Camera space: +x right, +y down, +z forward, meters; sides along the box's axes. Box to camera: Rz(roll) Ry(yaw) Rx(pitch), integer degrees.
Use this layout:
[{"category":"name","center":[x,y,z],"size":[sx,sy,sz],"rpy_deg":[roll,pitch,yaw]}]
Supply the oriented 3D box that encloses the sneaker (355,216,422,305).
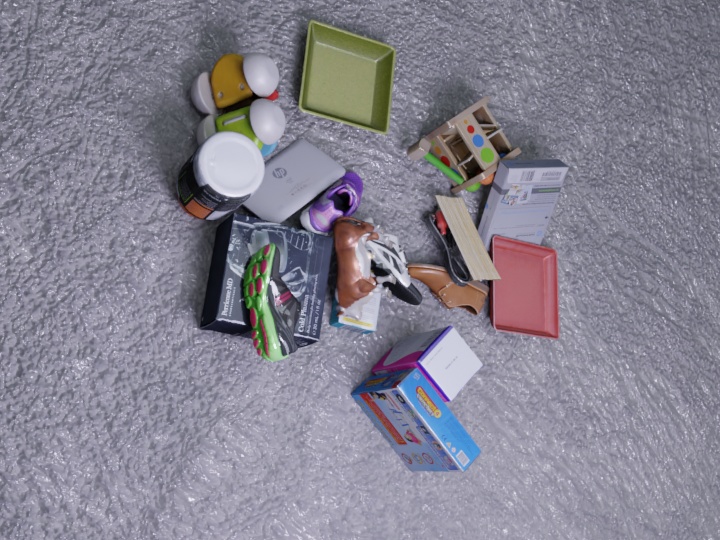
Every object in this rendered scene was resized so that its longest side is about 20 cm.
[{"category":"sneaker","center":[0.062,-0.022,1.694],"size":[0.200,0.074,0.089],"rpy_deg":[47,66,-10]}]

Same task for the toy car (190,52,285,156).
[{"category":"toy car","center":[-0.210,-0.299,1.649],"size":[0.150,0.174,0.201],"rpy_deg":[6,73,-62]}]

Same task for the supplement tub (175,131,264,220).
[{"category":"supplement tub","center":[-0.254,-0.160,1.557],"size":[0.122,0.200,0.123],"rpy_deg":[5,78,-25]}]

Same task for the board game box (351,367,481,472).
[{"category":"board game box","center":[0.099,0.281,1.637],"size":[0.056,0.196,0.200],"rpy_deg":[-41,99,-27]}]

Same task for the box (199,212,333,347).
[{"category":"box","center":[-0.170,0.022,1.605],"size":[0.196,0.124,0.201],"rpy_deg":[13,74,-21]}]

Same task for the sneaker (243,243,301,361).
[{"category":"sneaker","center":[-0.147,0.054,1.510],"size":[0.083,0.077,0.201],"rpy_deg":[0,83,-42]}]

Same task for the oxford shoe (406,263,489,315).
[{"category":"oxford shoe","center":[0.174,0.037,1.797],"size":[0.199,0.071,0.072],"rpy_deg":[22,76,-21]}]

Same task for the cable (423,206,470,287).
[{"category":"cable","center":[0.182,-0.058,1.786],"size":[0.097,0.050,0.201],"rpy_deg":[26,34,-25]}]

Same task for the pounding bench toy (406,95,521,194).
[{"category":"pounding bench toy","center":[0.207,-0.235,1.836],"size":[0.200,0.124,0.156],"rpy_deg":[-36,96,-27]}]

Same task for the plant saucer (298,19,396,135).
[{"category":"plant saucer","center":[-0.032,-0.384,1.796],"size":[0.199,0.048,0.201],"rpy_deg":[12,74,-23]}]

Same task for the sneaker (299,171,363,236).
[{"category":"sneaker","center":[-0.035,-0.138,1.697],"size":[0.080,0.088,0.200],"rpy_deg":[44,40,-7]}]

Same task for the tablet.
[{"category":"tablet","center":[-0.140,-0.171,1.683],"size":[0.130,0.014,0.200],"rpy_deg":[38,60,23]}]

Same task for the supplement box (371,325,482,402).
[{"category":"supplement box","center":[0.121,0.184,1.666],"size":[0.101,0.200,0.104],"rpy_deg":[-43,100,-25]}]

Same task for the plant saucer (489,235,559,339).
[{"category":"plant saucer","center":[0.343,0.041,1.878],"size":[0.199,0.037,0.201],"rpy_deg":[10,74,-35]}]

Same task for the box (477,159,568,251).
[{"category":"box","center":[0.337,-0.137,1.855],"size":[0.155,0.041,0.201],"rpy_deg":[-5,126,-26]}]

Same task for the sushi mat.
[{"category":"sushi mat","center":[0.219,-0.067,1.798],"size":[0.095,0.012,0.201],"rpy_deg":[-3,63,-47]}]

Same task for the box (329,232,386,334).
[{"category":"box","center":[-0.001,0.017,1.726],"size":[0.082,0.049,0.201],"rpy_deg":[16,73,-22]}]

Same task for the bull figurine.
[{"category":"bull figurine","center":[0.000,0.000,1.621],"size":[0.065,0.121,0.201],"rpy_deg":[-36,121,-65]}]
